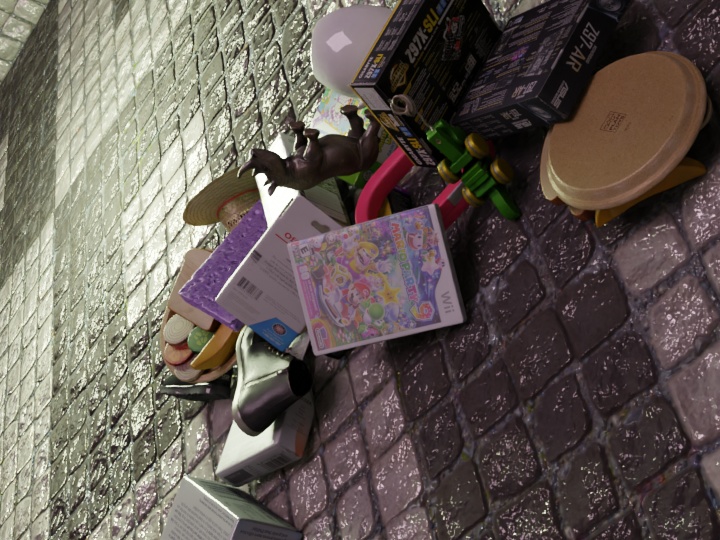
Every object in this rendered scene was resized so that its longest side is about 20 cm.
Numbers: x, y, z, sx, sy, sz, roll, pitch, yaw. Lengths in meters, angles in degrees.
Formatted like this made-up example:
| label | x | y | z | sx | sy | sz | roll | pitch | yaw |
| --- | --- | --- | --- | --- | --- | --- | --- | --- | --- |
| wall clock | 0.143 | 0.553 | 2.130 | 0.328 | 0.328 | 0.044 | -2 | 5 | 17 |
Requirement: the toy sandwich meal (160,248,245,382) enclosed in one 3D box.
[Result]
| label | x | y | z | sx | sy | sz | roll | pitch | yaw |
| --- | --- | --- | --- | --- | --- | --- | --- | --- | --- |
| toy sandwich meal | -0.238 | 0.067 | 1.660 | 0.204 | 0.070 | 0.206 | -13 | 64 | 29 |

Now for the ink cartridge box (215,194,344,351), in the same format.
| label | x | y | z | sx | sy | sz | roll | pitch | yaw |
| --- | --- | --- | --- | --- | --- | --- | --- | --- | --- |
| ink cartridge box | -0.082 | -0.007 | 1.423 | 0.200 | 0.116 | 0.067 | -49 | 7 | 27 |

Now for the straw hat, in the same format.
| label | x | y | z | sx | sy | sz | roll | pitch | yaw |
| --- | --- | --- | --- | --- | --- | --- | --- | --- | --- |
| straw hat | -0.172 | -0.088 | 1.706 | 0.201 | 0.201 | 0.085 | -42 | 75 | 36 |

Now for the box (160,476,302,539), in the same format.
| label | x | y | z | sx | sy | sz | roll | pitch | yaw |
| --- | --- | --- | --- | --- | --- | --- | --- | --- | --- |
| box | -0.191 | 0.404 | 1.473 | 0.184 | 0.105 | 0.201 | 16 | 85 | 57 |

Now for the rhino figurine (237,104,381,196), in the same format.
| label | x | y | z | sx | sy | sz | roll | pitch | yaw |
| --- | --- | --- | --- | --- | --- | --- | --- | --- | --- |
| rhino figurine | -0.064 | -0.149 | 1.441 | 0.060 | 0.199 | 0.088 | -125 | 20 | -55 |

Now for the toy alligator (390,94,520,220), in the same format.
| label | x | y | z | sx | sy | sz | roll | pitch | yaw |
| --- | --- | --- | --- | --- | --- | --- | --- | --- | --- |
| toy alligator | 0.116 | -0.139 | 1.278 | 0.059 | 0.200 | 0.054 | -41 | 9 | 33 |

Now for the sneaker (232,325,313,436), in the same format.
| label | x | y | z | sx | sy | sz | roll | pitch | yaw |
| --- | --- | --- | --- | --- | --- | --- | --- | --- | --- |
| sneaker | -0.109 | 0.125 | 1.498 | 0.106 | 0.075 | 0.201 | -34 | 35 | 26 |

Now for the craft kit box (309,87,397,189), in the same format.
| label | x | y | z | sx | sy | sz | roll | pitch | yaw |
| --- | --- | --- | --- | --- | --- | --- | --- | --- | --- |
| craft kit box | 0.001 | -0.228 | 1.605 | 0.200 | 0.048 | 0.199 | 32 | 102 | 58 |

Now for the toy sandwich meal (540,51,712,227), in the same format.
| label | x | y | z | sx | sy | sz | roll | pitch | yaw |
| --- | --- | --- | --- | --- | --- | --- | --- | --- | --- |
| toy sandwich meal | 0.271 | -0.130 | 1.129 | 0.205 | 0.070 | 0.206 | -31 | 42 | 32 |

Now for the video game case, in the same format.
| label | x | y | z | sx | sy | sz | roll | pitch | yaw |
| --- | --- | --- | --- | --- | --- | --- | --- | --- | --- |
| video game case | 0.017 | 0.013 | 1.327 | 0.199 | 0.018 | 0.144 | -14 | 90 | 22 |

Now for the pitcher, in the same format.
| label | x | y | z | sx | sy | sz | roll | pitch | yaw |
| --- | --- | --- | --- | --- | --- | --- | --- | --- | --- |
| pitcher | 0.037 | -0.260 | 1.454 | 0.199 | 0.121 | 0.173 | 7 | 89 | 15 |

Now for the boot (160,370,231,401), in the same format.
| label | x | y | z | sx | sy | sz | roll | pitch | yaw |
| --- | --- | --- | --- | --- | --- | --- | --- | --- | --- |
| boot | -0.242 | 0.103 | 1.755 | 0.164 | 0.065 | 0.201 | -8 | 69 | 45 |

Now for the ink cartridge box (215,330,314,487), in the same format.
| label | x | y | z | sx | sy | sz | roll | pitch | yaw |
| --- | --- | --- | --- | --- | --- | --- | --- | --- | --- |
| ink cartridge box | -0.119 | 0.194 | 1.562 | 0.162 | 0.050 | 0.201 | -32 | 29 | 44 |

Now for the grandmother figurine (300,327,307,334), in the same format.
| label | x | y | z | sx | sy | sz | roll | pitch | yaw |
| --- | --- | --- | --- | --- | --- | --- | --- | --- | --- |
| grandmother figurine | -0.115 | 0.007 | 1.629 | 0.121 | 0.060 | 0.200 | -48 | 37 | 8 |

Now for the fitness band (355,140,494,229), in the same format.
| label | x | y | z | sx | sy | sz | roll | pitch | yaw |
| --- | --- | --- | --- | --- | --- | --- | --- | --- | --- |
| fitness band | 0.079 | -0.107 | 1.372 | 0.200 | 0.037 | 0.144 | -46 | 40 | 1 |

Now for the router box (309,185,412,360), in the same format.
| label | x | y | z | sx | sy | sz | roll | pitch | yaw |
| --- | --- | --- | --- | --- | --- | --- | --- | --- | --- |
| router box | 0.000 | 0.000 | 1.465 | 0.200 | 0.051 | 0.150 | -47 | 37 | 32 |

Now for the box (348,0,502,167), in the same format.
| label | x | y | z | sx | sy | sz | roll | pitch | yaw |
| --- | --- | --- | --- | --- | --- | --- | --- | --- | --- |
| box | 0.088 | -0.249 | 1.329 | 0.049 | 0.160 | 0.201 | 10 | 64 | 46 |

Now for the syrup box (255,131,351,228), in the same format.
| label | x | y | z | sx | sy | sz | roll | pitch | yaw |
| --- | --- | --- | --- | --- | --- | --- | --- | --- | --- |
| syrup box | -0.083 | -0.101 | 1.538 | 0.082 | 0.078 | 0.200 | -54 | 32 | 24 |

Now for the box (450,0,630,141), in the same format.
| label | x | y | z | sx | sy | sz | roll | pitch | yaw |
| --- | --- | --- | --- | --- | --- | --- | --- | --- | --- |
| box | 0.197 | -0.232 | 1.244 | 0.161 | 0.043 | 0.200 | -61 | 19 | -13 |

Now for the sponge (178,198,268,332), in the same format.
| label | x | y | z | sx | sy | sz | roll | pitch | yaw |
| --- | --- | --- | --- | --- | --- | --- | --- | --- | --- |
| sponge | -0.159 | -0.013 | 1.592 | 0.111 | 0.030 | 0.200 | 24 | 65 | 32 |
